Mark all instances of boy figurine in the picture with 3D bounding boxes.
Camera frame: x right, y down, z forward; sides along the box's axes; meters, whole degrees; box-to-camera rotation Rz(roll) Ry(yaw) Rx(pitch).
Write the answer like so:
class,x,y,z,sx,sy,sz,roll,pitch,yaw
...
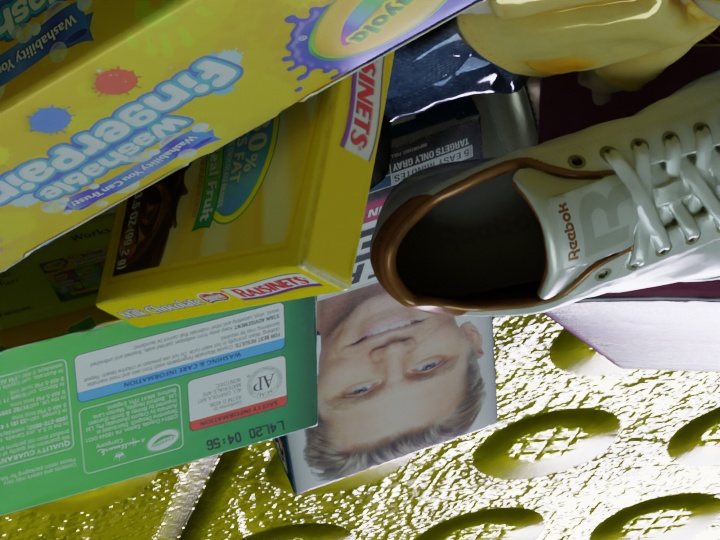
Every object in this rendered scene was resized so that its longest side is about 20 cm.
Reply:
class,x,y,z,sx,sy,sz,roll,pitch,yaw
boy figurine,0.074,-0.083,0.800,0.199,0.065,0.124,-13,161,23

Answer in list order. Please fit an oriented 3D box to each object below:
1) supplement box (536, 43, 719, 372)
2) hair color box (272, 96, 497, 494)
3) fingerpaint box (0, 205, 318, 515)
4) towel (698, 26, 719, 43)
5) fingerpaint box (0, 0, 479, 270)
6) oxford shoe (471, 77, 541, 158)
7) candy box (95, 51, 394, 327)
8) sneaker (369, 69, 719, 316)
class,x,y,z,sx,sy,sz,roll,pitch,yaw
supplement box,0.151,-0.020,0.967,0.130,0.104,0.200,2,171,16
hair color box,0.000,0.000,0.977,0.100,0.061,0.200,-18,141,-9
fingerpaint box,-0.137,0.011,0.846,0.199,0.167,0.074,-15,126,-20
towel,0.203,-0.078,1.019,0.143,0.023,0.200,-5,156,31
fingerpaint box,-0.070,-0.121,0.710,0.199,0.168,0.073,-27,149,23
oxford shoe,0.050,-0.045,1.019,0.073,0.071,0.200,-6,149,-2
candy box,-0.027,-0.084,0.753,0.102,0.201,0.026,-9,153,44
sneaker,0.100,-0.020,0.822,0.199,0.073,0.085,-17,-171,10
